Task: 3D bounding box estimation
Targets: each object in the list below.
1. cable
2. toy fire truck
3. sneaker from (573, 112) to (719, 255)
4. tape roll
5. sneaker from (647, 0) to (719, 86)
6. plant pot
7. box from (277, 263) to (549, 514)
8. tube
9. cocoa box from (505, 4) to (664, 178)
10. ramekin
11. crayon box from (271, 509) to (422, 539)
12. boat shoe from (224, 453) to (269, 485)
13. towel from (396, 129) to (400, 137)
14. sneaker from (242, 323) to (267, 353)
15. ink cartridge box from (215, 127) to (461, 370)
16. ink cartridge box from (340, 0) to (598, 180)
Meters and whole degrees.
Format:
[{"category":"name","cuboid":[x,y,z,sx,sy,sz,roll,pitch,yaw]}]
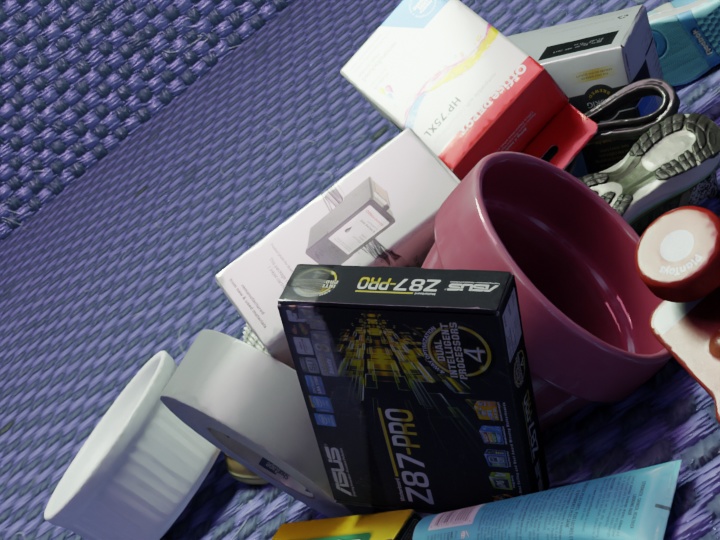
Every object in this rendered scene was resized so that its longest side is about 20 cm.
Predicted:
[{"category":"cable","cuboid":[0.177,-0.104,1.363,0.199,0.050,0.097,-35,55,6]},{"category":"toy fire truck","cuboid":[0.292,0.012,1.055,0.200,0.112,0.168,-40,43,4]},{"category":"sneaker","cuboid":[0.221,-0.041,1.318,0.199,0.089,0.077,-31,44,2]},{"category":"tape roll","cuboid":[-0.064,0.130,1.300,0.066,0.200,0.200,-58,22,-13]},{"category":"sneaker","cuboid":[0.340,-0.258,1.575,0.199,0.080,0.131,-19,29,28]},{"category":"plant pot","cuboid":[0.112,0.043,1.205,0.179,0.199,0.201,-49,12,32]},{"category":"box","cuboid":[0.041,0.087,1.120,0.160,0.201,0.049,4,40,22]},{"category":"tube","cuboid":[0.125,0.176,1.085,0.199,0.050,0.078,-19,37,39]},{"category":"cocoa box","cuboid":[0.172,-0.142,1.454,0.198,0.132,0.133,-10,21,24]},{"category":"ramekin","cuboid":[-0.216,0.189,1.579,0.201,0.097,0.201,-50,11,13]},{"category":"crayon box","cuboid":[-0.045,0.274,1.175,0.172,0.058,0.200,-19,29,51]},{"category":"boat shoe","cuboid":[-0.069,0.149,1.489,0.199,0.063,0.074,-22,27,46]},{"category":"towel","cuboid":[0.051,-0.054,1.506,0.024,0.200,0.146,15,84,21]},{"category":"sneaker","cuboid":[-0.048,0.053,1.667,0.099,0.070,0.200,-7,-29,-35]},{"category":"ink cartridge box","cuboid":[0.000,0.000,1.297,0.199,0.084,0.146,-37,-26,-4]},{"category":"ink cartridge box","cuboid":[0.091,-0.145,1.350,0.116,0.067,0.200,-48,56,2]}]
